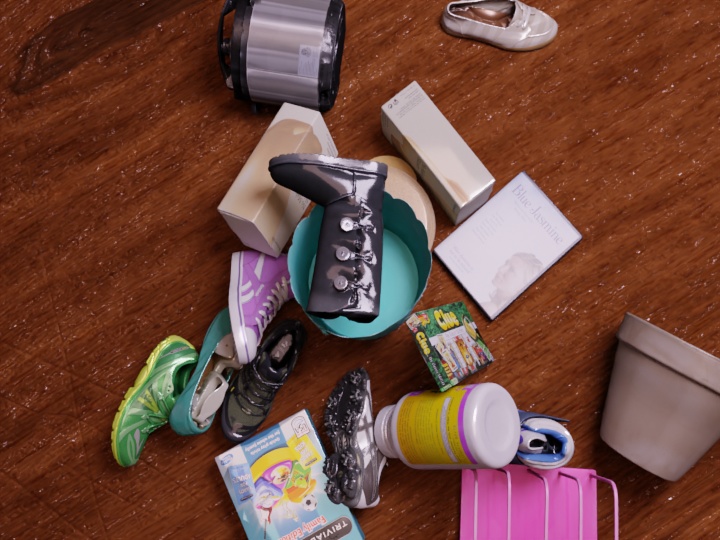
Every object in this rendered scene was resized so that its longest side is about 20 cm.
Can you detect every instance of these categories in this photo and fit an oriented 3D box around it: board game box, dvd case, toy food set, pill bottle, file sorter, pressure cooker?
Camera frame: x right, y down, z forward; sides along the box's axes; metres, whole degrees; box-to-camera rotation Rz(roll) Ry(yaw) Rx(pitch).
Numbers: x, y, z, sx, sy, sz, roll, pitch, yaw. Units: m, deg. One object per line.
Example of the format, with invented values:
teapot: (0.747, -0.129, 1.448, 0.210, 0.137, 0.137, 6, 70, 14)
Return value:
board game box: (-0.102, 0.329, 1.006, 0.148, 0.047, 0.203, -27, 78, -3)
dvd case: (0.230, -0.040, 1.085, 0.199, 0.018, 0.143, -40, 79, -6)
toy food set: (0.019, -0.071, 1.085, 0.194, 0.049, 0.204, -26, 79, -3)
pill bottle: (0.109, 0.213, 0.935, 0.103, 0.198, 0.107, 14, 69, -40)
file sorter: (0.240, 0.343, 0.950, 0.194, 0.126, 0.143, 3, 78, 3)
board game box: (0.130, 0.100, 0.975, 0.023, 0.199, 0.106, -35, 78, 23)
pressure cooker: (-0.126, -0.349, 1.080, 0.194, 0.179, 0.181, 8, 75, 1)

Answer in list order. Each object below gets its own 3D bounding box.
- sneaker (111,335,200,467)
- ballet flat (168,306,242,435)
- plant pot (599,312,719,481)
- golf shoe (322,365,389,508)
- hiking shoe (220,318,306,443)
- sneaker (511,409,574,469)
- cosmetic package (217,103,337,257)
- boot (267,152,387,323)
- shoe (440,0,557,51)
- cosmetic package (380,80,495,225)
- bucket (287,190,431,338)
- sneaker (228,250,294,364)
sneaker: (-0.301, 0.198, 1.027, 0.082, 0.074, 0.204, 23, 80, 11)
ballet flat: (-0.209, 0.150, 1.021, 0.069, 0.067, 0.204, 5, 62, 36)
plant pot: (0.420, 0.181, 0.960, 0.197, 0.200, 0.177, 28, 97, 8)
golf shoe: (-0.003, 0.245, 1.015, 0.077, 0.094, 0.204, -21, 50, 38)
hiking shoe: (-0.146, 0.156, 1.011, 0.075, 0.101, 0.203, 28, 79, 1)
sneaker: (0.198, 0.220, 0.966, 0.195, 0.147, 0.083, 17, 79, 5)
cosmetic package: (-0.120, -0.136, 1.047, 0.070, 0.106, 0.203, 19, 70, 26)
boot: (-0.048, -0.041, 0.890, 0.160, 0.066, 0.206, 4, 82, 5)
shoe: (0.229, -0.409, 1.144, 0.194, 0.053, 0.072, 8, 78, 4)
cosmetic package: (0.117, -0.179, 1.076, 0.070, 0.105, 0.202, -36, 78, -4)
bucket: (0.000, 0.000, 0.977, 0.201, 0.135, 0.213, 0, 77, 2)
sneaker: (-0.136, 0.045, 1.024, 0.111, 0.074, 0.204, -2, 49, -5)
